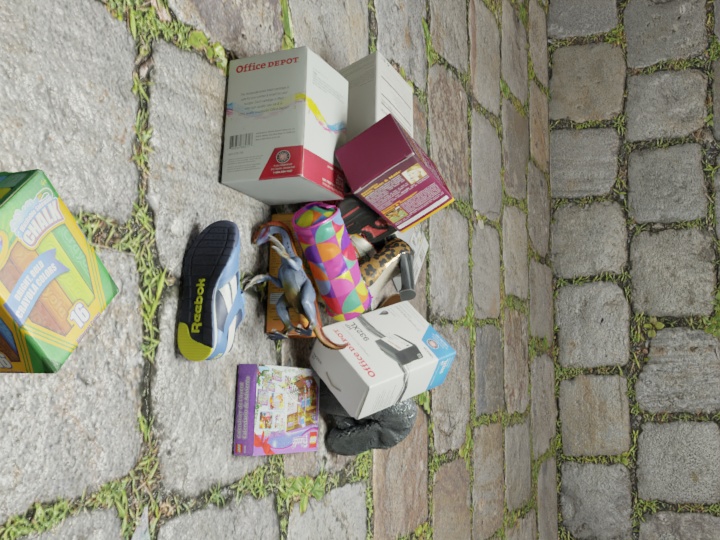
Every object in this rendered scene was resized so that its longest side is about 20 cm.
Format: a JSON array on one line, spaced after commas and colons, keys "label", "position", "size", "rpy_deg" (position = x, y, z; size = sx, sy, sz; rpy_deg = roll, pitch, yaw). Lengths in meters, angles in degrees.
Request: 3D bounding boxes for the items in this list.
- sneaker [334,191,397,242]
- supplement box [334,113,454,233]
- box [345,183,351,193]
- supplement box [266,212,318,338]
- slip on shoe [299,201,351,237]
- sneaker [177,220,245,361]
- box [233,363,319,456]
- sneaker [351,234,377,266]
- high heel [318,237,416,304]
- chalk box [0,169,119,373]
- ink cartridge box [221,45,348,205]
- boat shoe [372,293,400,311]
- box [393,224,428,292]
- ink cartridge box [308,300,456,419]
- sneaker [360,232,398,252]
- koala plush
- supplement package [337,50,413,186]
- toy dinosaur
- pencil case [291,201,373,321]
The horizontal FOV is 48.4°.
[{"label": "sneaker", "position": [-0.003, -0.107, 1.360], "size": [0.087, 0.073, 0.200], "rpy_deg": [66, 15, 18]}, {"label": "supplement box", "position": [0.058, -0.149, 1.278], "size": [0.200, 0.110, 0.086], "rpy_deg": [33, 27, -61]}, {"label": "box", "position": [-0.016, -0.203, 1.550], "size": [0.199, 0.049, 0.201], "rpy_deg": [-48, 130, -54]}, {"label": "supplement box", "position": [-0.109, 0.008, 1.320], "size": [0.066, 0.068, 0.202], "rpy_deg": [19, 68, -64]}, {"label": "slip on shoe", "position": [-0.069, -0.133, 1.375], "size": [0.061, 0.074, 0.201], "rpy_deg": [-27, 100, -29]}, {"label": "sneaker", "position": [-0.202, 0.030, 1.126], "size": [0.082, 0.073, 0.202], "rpy_deg": [27, 71, -63]}, {"label": "box", "position": [-0.130, 0.223, 1.288], "size": [0.200, 0.039, 0.138], "rpy_deg": [21, 68, -62]}, {"label": "sneaker", "position": [-0.033, -0.033, 1.487], "size": [0.200, 0.077, 0.083], "rpy_deg": [49, 52, -41]}, {"label": "high heel", "position": [0.000, 0.000, 1.449], "size": [0.072, 0.198, 0.143], "rpy_deg": [86, 1, -45]}, {"label": "chalk box", "position": [-0.350, -0.014, 0.761], "size": [0.125, 0.123, 0.201], "rpy_deg": [-65, 143, -44]}, {"label": "ink cartridge box", "position": [-0.113, -0.218, 1.242], "size": [0.144, 0.144, 0.202], "rpy_deg": [20, 71, -62]}, {"label": "boat shoe", "position": [0.050, 0.108, 1.631], "size": [0.201, 0.071, 0.068], "rpy_deg": [-65, 143, -44]}, {"label": "box", "position": [0.089, -0.077, 1.763], "size": [0.156, 0.041, 0.201], "rpy_deg": [-68, 146, -41]}, {"label": "ink cartridge box", "position": [0.037, 0.146, 1.356], "size": [0.199, 0.145, 0.084], "rpy_deg": [-16, 140, -37]}, {"label": "sneaker", "position": [0.042, -0.105, 1.527], "size": [0.086, 0.077, 0.201], "rpy_deg": [-58, 147, -53]}, {"label": "koala plush", "position": [0.024, 0.210, 1.475], "size": [0.201, 0.182, 0.178], "rpy_deg": [-73, 150, -53]}, {"label": "supplement package", "position": [0.014, -0.258, 1.415], "size": [0.120, 0.121, 0.201], "rpy_deg": [38, 43, -43]}, {"label": "toy dinosaur", "position": [-0.114, 0.018, 1.257], "size": [0.200, 0.104, 0.183], "rpy_deg": [34, 48, -47]}, {"label": "pencil case", "position": [-0.044, -0.014, 1.293], "size": [0.089, 0.088, 0.201], "rpy_deg": [-63, 143, -45]}]
